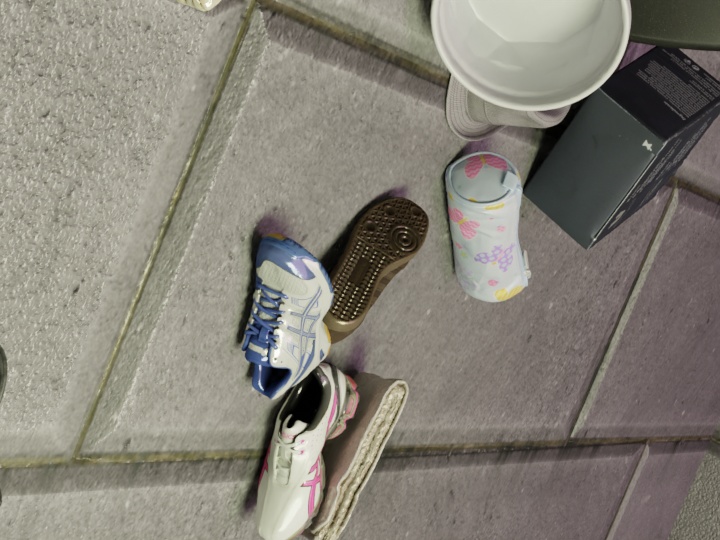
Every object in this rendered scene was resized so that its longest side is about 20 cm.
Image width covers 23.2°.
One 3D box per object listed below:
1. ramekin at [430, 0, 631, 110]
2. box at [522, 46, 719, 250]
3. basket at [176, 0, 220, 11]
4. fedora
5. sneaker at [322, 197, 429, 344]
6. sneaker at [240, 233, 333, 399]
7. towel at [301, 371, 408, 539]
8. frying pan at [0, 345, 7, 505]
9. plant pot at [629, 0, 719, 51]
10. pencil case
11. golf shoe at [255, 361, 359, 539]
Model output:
[{"bbox_3d":[0.175,-0.272,1.774,0.105,0.200,0.200,-74,171,-53],"label":"ramekin"},{"bbox_3d":[0.335,-0.159,2.198,0.200,0.117,0.197,-34,162,-47],"label":"box"},{"bbox_3d":[-0.126,-0.320,1.201,0.200,0.161,0.198,-48,151,-27],"label":"basket"},{"bbox_3d":[0.187,-0.217,1.961,0.200,0.090,0.177,-21,130,-55],"label":"fedora"},{"bbox_3d":[0.000,0.000,1.852,0.200,0.070,0.076,-51,-179,-39],"label":"sneaker"},{"bbox_3d":[-0.077,0.052,1.721,0.088,0.075,0.200,-48,149,-30],"label":"sneaker"},{"bbox_3d":[-0.019,0.204,1.933,0.200,0.034,0.132,-63,-161,-8],"label":"towel"},{"bbox_3d":[-0.308,0.114,1.388,0.115,0.031,0.190,-59,157,-11],"label":"frying pan"},{"bbox_3d":[0.427,-0.369,2.184,0.200,0.177,0.200,-21,131,-57],"label":"plant pot"},{"bbox_3d":[0.149,-0.048,2.041,0.083,0.091,0.200,-51,150,-26],"label":"pencil case"},{"bbox_3d":[-0.072,0.191,1.865,0.092,0.072,0.200,36,71,-59],"label":"golf shoe"}]
